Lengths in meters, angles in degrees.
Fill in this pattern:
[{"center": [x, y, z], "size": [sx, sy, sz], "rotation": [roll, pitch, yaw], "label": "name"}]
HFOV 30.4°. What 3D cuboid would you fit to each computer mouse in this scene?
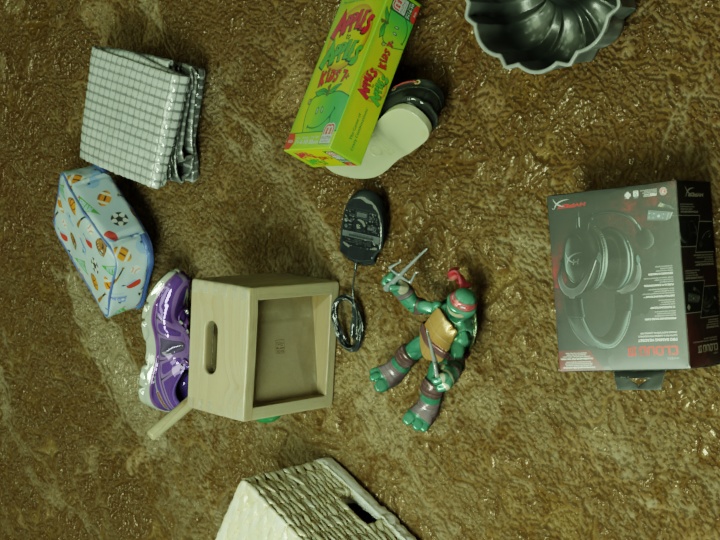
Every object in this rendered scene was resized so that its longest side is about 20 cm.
[{"center": [0.000, 0.000, 1.587], "size": [0.058, 0.034, 0.201], "rotation": [16, 108, 23], "label": "computer mouse"}]

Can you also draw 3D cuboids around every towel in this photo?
[{"center": [-0.292, -0.211, 1.795], "size": [0.199, 0.085, 0.167], "rotation": [20, 104, 40], "label": "towel"}]

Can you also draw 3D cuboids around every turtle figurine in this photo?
[{"center": [0.081, 0.078, 1.471], "size": [0.150, 0.100, 0.201], "rotation": [62, 144, 38], "label": "turtle figurine"}]

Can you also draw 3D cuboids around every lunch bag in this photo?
[{"center": [-0.363, -0.043, 1.852], "size": [0.200, 0.075, 0.161], "rotation": [56, 149, 26], "label": "lunch bag"}]

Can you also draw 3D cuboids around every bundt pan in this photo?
[{"center": [0.204, -0.301, 1.358], "size": [0.201, 0.076, 0.203], "rotation": [3, 95, 41], "label": "bundt pan"}]

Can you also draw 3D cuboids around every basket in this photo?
[{"center": [-0.063, 0.360, 1.571], "size": [0.198, 0.160, 0.201], "rotation": [39, 115, 34], "label": "basket"}]

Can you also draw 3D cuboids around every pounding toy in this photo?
[{"center": [-0.143, 0.108, 1.610], "size": [0.142, 0.184, 0.201], "rotation": [9, 98, 41], "label": "pounding toy"}]

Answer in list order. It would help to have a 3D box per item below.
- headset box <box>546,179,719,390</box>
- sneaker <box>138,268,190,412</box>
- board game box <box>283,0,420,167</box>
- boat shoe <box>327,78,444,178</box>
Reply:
[{"center": [0.272, 0.018, 1.315], "size": [0.148, 0.077, 0.202], "rotation": [-4, 88, 41], "label": "headset box"}, {"center": [-0.243, 0.095, 1.786], "size": [0.083, 0.081, 0.201], "rotation": [12, 108, 23], "label": "sneaker"}, {"center": [-0.010, -0.219, 1.504], "size": [0.101, 0.047, 0.201], "rotation": [4, 71, 57], "label": "board game box"}, {"center": [0.024, -0.162, 1.537], "size": [0.074, 0.063, 0.201], "rotation": [43, 145, -18], "label": "boat shoe"}]
